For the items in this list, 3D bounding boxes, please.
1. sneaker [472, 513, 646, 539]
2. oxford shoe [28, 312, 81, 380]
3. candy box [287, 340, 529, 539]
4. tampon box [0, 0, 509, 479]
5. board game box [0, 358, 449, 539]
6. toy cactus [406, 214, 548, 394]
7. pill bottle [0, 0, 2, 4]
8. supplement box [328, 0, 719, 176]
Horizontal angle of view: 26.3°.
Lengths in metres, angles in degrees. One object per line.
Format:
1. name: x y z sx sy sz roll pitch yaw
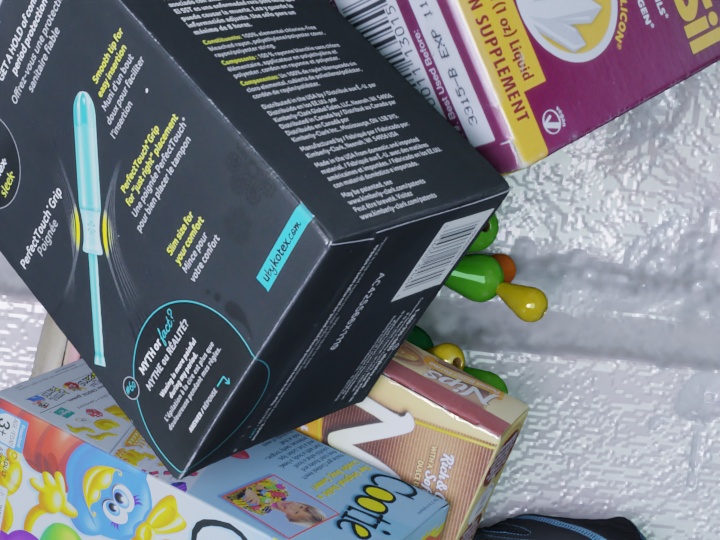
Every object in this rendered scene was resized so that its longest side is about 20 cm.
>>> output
1. sneaker: 0.067 0.179 0.862 0.199 0.082 0.074 -5 107 14
2. oxford shoe: -0.193 0.098 0.828 0.074 0.071 0.201 20 90 4
3. candy box: -0.005 0.135 0.799 0.115 0.055 0.201 27 111 15
4. tampon box: -0.067 -0.042 0.690 0.200 0.126 0.150 48 127 20
5. board game box: -0.077 0.130 0.741 0.199 0.105 0.103 23 111 22
6. toy cactus: 0.000 0.000 0.836 0.165 0.102 0.201 -28 100 17
7. pill bottle: -0.207 -0.200 0.725 0.112 0.112 0.201 -24 66 -2
8. supplement box: 0.089 -0.131 0.769 0.200 0.103 0.131 -30 99 -36
